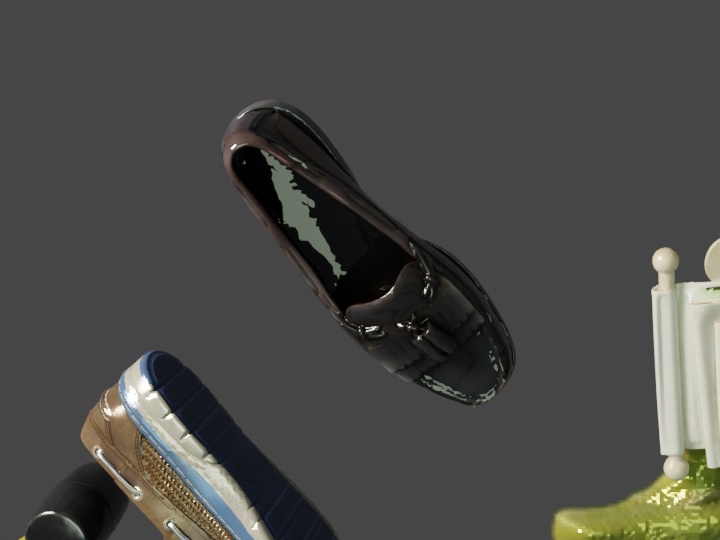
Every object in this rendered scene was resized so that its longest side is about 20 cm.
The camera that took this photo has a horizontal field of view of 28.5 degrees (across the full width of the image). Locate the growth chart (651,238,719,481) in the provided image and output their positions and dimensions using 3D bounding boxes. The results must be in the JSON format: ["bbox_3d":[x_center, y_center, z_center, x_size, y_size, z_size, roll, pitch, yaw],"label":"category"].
[{"bbox_3d":[0.246,0.054,0.732,0.197,0.018,0.147,4,105,6],"label":"growth chart"}]

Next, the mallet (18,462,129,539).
[{"bbox_3d":[-0.213,0.168,0.813,0.199,0.066,0.041,-30,99,28],"label":"mallet"}]

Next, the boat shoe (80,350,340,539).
[{"bbox_3d":[-0.073,0.140,0.772,0.072,0.072,0.201,-38,88,20],"label":"boat shoe"}]

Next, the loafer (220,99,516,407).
[{"bbox_3d":[0.000,0.000,0.723,0.072,0.063,0.200,-42,97,15],"label":"loafer"}]
